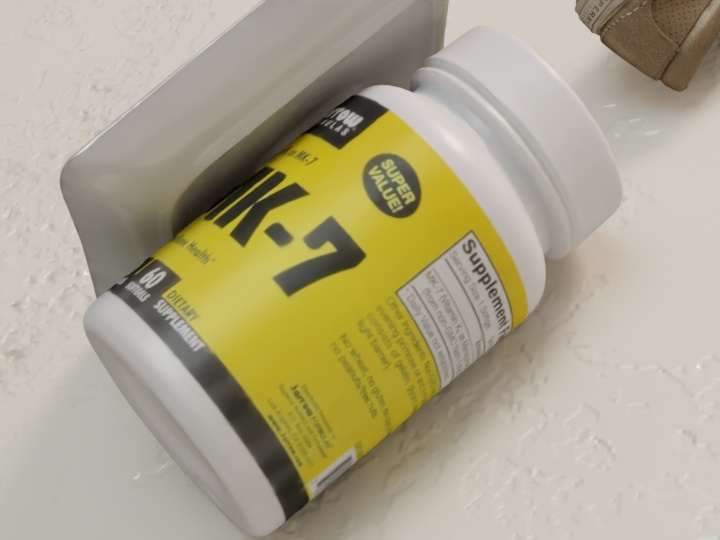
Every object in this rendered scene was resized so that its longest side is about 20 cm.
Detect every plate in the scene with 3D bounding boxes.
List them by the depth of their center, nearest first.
[{"bbox_3d":[-0.031,-0.059,0.910,0.200,0.200,0.032,-39,78,-12],"label":"plate"}]

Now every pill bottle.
[{"bbox_3d":[0.000,0.000,0.864,0.200,0.115,0.114,-39,43,-13],"label":"pill bottle"}]

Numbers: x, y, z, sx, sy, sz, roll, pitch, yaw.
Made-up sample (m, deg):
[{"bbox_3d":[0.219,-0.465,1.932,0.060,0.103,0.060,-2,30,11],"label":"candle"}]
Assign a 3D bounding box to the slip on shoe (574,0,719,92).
[{"bbox_3d":[0.180,-0.156,0.968,0.061,0.076,0.200,45,64,7],"label":"slip on shoe"}]
